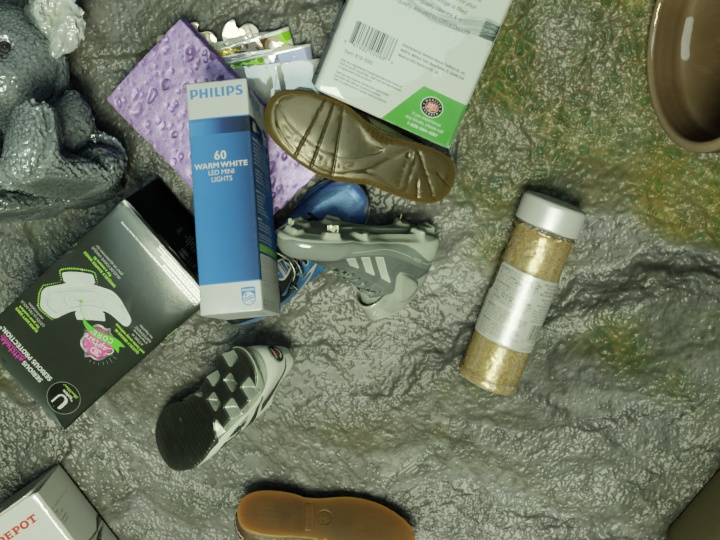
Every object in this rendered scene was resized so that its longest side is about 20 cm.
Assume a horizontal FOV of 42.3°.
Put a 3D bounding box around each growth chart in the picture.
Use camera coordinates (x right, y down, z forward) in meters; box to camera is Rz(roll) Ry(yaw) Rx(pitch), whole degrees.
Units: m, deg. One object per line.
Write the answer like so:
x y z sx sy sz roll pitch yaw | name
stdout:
-0.107 -0.178 0.941 0.196 0.018 0.148 0 101 1 | growth chart

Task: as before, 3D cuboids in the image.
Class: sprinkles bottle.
0.164 0.024 0.952 0.067 0.068 0.203 19 102 -3 | sprinkles bottle

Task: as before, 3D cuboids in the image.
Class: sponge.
-0.144 -0.138 0.928 0.111 0.030 0.200 -43 97 10 | sponge

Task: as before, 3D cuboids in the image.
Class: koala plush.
-0.321 -0.160 0.890 0.175 0.183 0.204 -18 85 27 | koala plush

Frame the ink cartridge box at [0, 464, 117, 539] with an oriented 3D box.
-0.338 0.339 1.021 0.145 0.084 0.202 -33 99 7 | ink cartridge box

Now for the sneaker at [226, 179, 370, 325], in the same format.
-0.066 -0.012 0.939 0.079 0.089 0.200 44 97 -8 | sneaker

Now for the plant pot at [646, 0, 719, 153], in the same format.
0.389 -0.206 0.852 0.171 0.200 0.204 1 103 -16 | plant pot

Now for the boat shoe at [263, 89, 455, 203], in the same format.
-0.004 -0.120 0.915 0.197 0.065 0.074 24 98 -14 | boat shoe

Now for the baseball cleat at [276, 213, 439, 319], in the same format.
0.000 0.000 0.908 0.197 0.069 0.108 -1 111 -38 | baseball cleat

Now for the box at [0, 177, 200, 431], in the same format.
-0.246 0.028 0.920 0.199 0.149 0.125 -40 100 8 | box

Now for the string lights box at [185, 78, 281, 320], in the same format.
-0.113 -0.060 0.849 0.058 0.103 0.204 -5 84 4 | string lights box

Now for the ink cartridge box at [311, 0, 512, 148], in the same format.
0.055 -0.241 0.883 0.144 0.083 0.203 22 102 -11 | ink cartridge box

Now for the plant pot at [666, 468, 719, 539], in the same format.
0.426 0.297 0.948 0.199 0.177 0.201 36 100 -6 | plant pot

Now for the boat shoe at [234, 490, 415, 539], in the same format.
-0.040 0.287 1.019 0.196 0.071 0.071 13 140 1 | boat shoe

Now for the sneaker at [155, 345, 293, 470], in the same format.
-0.140 0.146 0.985 0.199 0.088 0.075 -40 72 32 | sneaker
